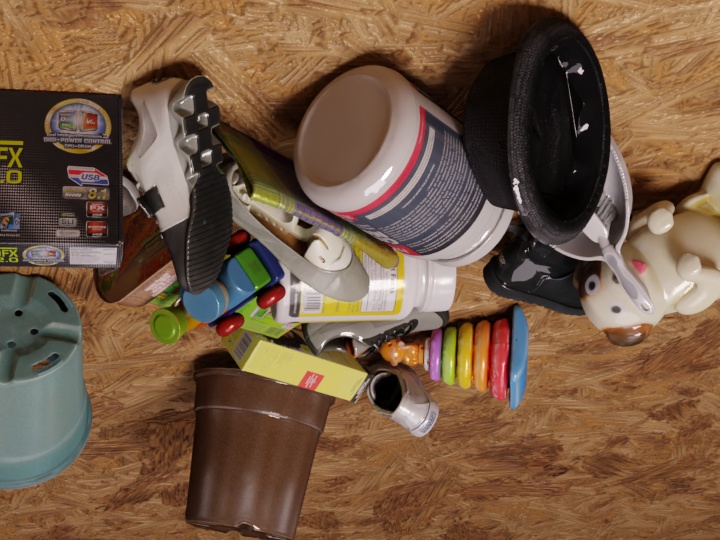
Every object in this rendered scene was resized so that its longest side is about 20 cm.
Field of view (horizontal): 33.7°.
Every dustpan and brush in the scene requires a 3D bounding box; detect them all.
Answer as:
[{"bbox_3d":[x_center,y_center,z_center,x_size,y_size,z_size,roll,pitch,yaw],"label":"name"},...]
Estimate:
[{"bbox_3d":[0.246,-0.043,1.229,0.200,0.057,0.139,50,133,-4],"label":"dustpan and brush"}]

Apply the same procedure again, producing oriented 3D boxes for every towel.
[{"bbox_3d":[-0.054,-0.071,1.165,0.199,0.144,0.023,27,108,-41],"label":"towel"}]

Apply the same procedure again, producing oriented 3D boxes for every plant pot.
[{"bbox_3d":[-0.146,0.253,1.602,0.198,0.200,0.201,9,162,3],"label":"plant pot"},{"bbox_3d":[-0.405,0.119,1.388,0.198,0.202,0.197,3,142,-17],"label":"plant pot"}]

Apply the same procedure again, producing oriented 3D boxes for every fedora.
[{"bbox_3d":[0.153,-0.126,1.087,0.091,0.203,0.200,4,163,39],"label":"fedora"}]

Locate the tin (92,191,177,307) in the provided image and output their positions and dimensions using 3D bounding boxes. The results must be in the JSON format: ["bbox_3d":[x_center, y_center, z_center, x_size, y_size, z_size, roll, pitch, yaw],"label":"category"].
[{"bbox_3d":[-0.208,-0.035,1.216,0.042,0.113,0.199,20,142,-38],"label":"tin"}]

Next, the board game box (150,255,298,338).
[{"bbox_3d":[-0.147,0.018,1.392,0.199,0.048,0.101,18,142,-38],"label":"board game box"}]

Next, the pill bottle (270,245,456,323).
[{"bbox_3d":[0.000,0.000,1.324,0.198,0.115,0.115,-1,151,-11],"label":"pill bottle"}]

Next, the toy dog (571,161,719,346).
[{"bbox_3d":[0.331,-0.005,1.315,0.198,0.141,0.194,-24,169,-17],"label":"toy dog"}]

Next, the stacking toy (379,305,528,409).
[{"bbox_3d":[0.123,0.113,1.585,0.198,0.117,0.110,2,149,7],"label":"stacking toy"}]

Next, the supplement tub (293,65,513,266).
[{"bbox_3d":[0.046,-0.094,1.138,0.140,0.142,0.199,-25,146,30],"label":"supplement tub"}]

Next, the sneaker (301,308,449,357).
[{"bbox_3d":[0.018,0.072,1.489,0.198,0.080,0.074,-3,151,-18],"label":"sneaker"}]

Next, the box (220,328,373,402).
[{"bbox_3d":[-0.080,0.113,1.539,0.199,0.075,0.050,22,107,-42],"label":"box"}]

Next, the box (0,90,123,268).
[{"bbox_3d":[-0.312,-0.083,1.060,0.198,0.162,0.044,2,152,-13],"label":"box"}]

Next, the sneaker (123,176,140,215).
[{"bbox_3d":[-0.320,-0.057,1.184,0.198,0.083,0.077,2,150,-15],"label":"sneaker"}]

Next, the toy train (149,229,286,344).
[{"bbox_3d":[-0.180,0.045,1.250,0.199,0.085,0.116,-33,-179,35],"label":"toy train"}]

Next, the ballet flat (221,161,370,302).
[{"bbox_3d":[-0.064,-0.040,1.214,0.199,0.068,0.064,37,145,-9],"label":"ballet flat"}]

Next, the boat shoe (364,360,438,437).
[{"bbox_3d":[0.041,0.156,1.590,0.065,0.074,0.200,33,177,-23],"label":"boat shoe"}]

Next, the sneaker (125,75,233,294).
[{"bbox_3d":[-0.173,-0.079,1.106,0.088,0.202,0.074,4,-166,27],"label":"sneaker"}]

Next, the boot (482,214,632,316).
[{"bbox_3d":[0.254,-0.024,1.387,0.196,0.074,0.163,9,142,-29],"label":"boot"}]
